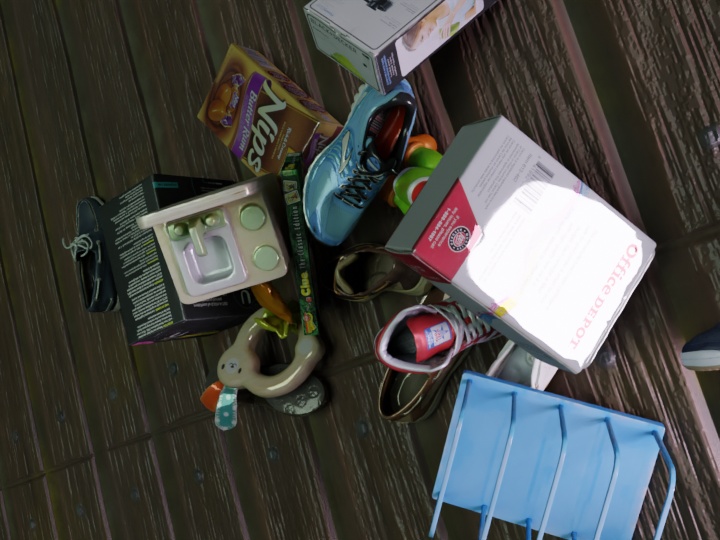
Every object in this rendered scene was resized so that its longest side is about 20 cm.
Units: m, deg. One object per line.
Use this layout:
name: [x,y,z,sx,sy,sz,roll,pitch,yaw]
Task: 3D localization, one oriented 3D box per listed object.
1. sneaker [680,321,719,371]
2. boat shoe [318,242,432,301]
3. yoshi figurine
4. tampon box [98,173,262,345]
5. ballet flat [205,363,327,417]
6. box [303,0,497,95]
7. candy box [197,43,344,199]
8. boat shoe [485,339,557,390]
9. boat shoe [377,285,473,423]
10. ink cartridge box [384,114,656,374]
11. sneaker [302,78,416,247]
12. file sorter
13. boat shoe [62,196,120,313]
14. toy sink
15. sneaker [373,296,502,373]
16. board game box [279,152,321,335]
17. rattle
sneaker: [0.359,0.012,0.668,0.200,0.070,0.109,-23,82,29]
boat shoe: [0.000,0.000,0.924,0.200,0.072,0.072,1,85,55]
yoshi figurine: [0.113,-0.074,0.861,0.112,0.113,0.200,-38,45,-11]
tampon box: [-0.245,-0.013,1.085,0.126,0.150,0.201,-22,77,35]
ballet flat: [-0.123,0.160,1.068,0.199,0.046,0.068,0,70,32]
box: [0.053,-0.290,0.836,0.200,0.060,0.117,-42,60,-13]
candy box: [-0.123,-0.198,1.047,0.200,0.056,0.117,44,116,27]
boat shoe: [0.151,0.138,0.833,0.071,0.069,0.201,28,107,34]
boat shoe: [0.075,0.088,0.889,0.076,0.072,0.201,28,108,34]
ink cartridge box: [0.147,-0.021,0.727,0.146,0.200,0.083,-56,16,-7]
sneaker: [-0.001,-0.115,0.848,0.201,0.078,0.090,-65,21,14]
file sorter: [0.173,0.198,0.738,0.199,0.123,0.139,14,100,10]
boat shoe: [-0.441,-0.027,1.292,0.075,0.062,0.201,-18,80,39]
toy sink: [-0.155,-0.037,0.912,0.130,0.200,0.112,-17,99,4]
sneaker: [0.104,0.049,0.799,0.199,0.112,0.071,-27,85,3]
board game box: [-0.069,-0.034,0.950,0.023,0.105,0.201,-5,109,3]
rattle: [-0.154,0.111,0.998,0.200,0.143,0.131,-31,73,10]
